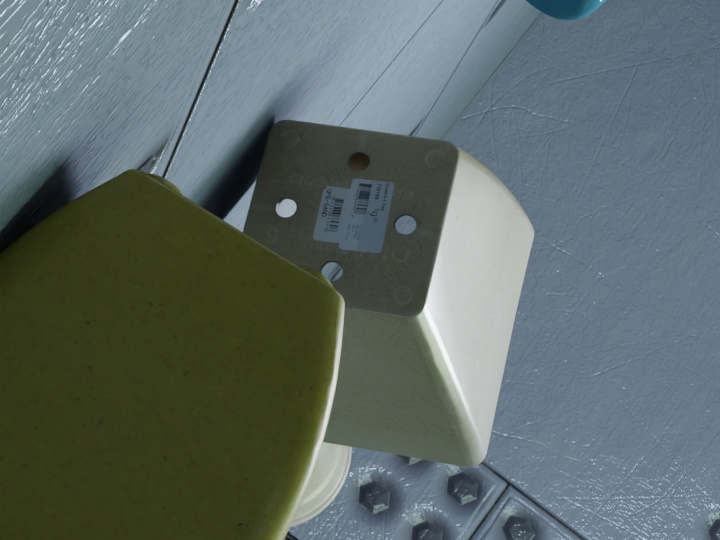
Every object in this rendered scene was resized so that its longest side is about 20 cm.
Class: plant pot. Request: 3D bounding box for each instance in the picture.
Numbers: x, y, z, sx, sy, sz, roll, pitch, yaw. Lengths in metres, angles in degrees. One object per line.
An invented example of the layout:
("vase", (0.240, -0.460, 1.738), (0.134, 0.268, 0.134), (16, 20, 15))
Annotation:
("plant pot", (-0.114, 0.189, 3.028), (0.201, 0.200, 0.184), (-52, 166, -14))
("plant pot", (-0.107, 0.069, 1.186), (0.200, 0.194, 0.196), (-59, 179, -8))
("plant pot", (0.000, 0.000, 1.792), (0.177, 0.200, 0.200), (72, 29, -63))

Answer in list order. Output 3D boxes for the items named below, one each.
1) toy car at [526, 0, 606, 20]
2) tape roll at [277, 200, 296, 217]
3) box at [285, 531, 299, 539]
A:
("toy car", (0.087, -0.207, 1.245), (0.184, 0.177, 0.200), (-40, -175, -27))
("tape roll", (-0.096, 0.010, 2.273), (0.203, 0.037, 0.203), (-53, 178, -2))
("box", (-0.138, 0.141, 1.414), (0.124, 0.197, 0.200), (-53, 177, -5))
